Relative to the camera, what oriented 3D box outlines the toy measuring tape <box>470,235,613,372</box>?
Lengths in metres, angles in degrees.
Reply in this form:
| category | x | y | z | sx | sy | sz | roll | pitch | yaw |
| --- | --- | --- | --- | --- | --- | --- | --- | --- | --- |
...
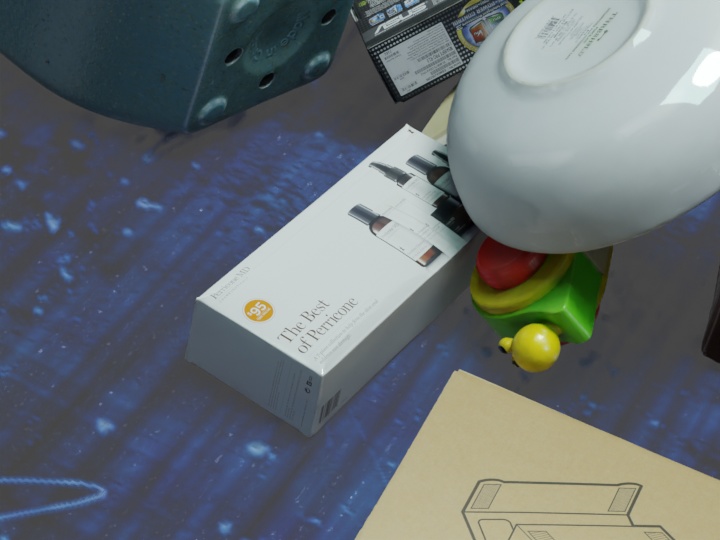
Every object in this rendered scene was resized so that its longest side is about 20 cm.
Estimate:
| category | x | y | z | sx | sy | sz | roll | pitch | yaw |
| --- | --- | --- | --- | --- | --- | --- | --- | --- | --- |
| toy measuring tape | 0.101 | -0.021 | 1.213 | 0.074 | 0.074 | 0.200 | 14 | 49 | 2 |

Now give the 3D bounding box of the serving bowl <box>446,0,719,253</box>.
| category | x | y | z | sx | sy | sz | roll | pitch | yaw |
| --- | --- | --- | --- | --- | --- | --- | --- | --- | --- |
| serving bowl | 0.126 | -0.103 | 1.165 | 0.200 | 0.066 | 0.200 | -24 | 36 | 18 |

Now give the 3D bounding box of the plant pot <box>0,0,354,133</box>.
| category | x | y | z | sx | sy | sz | roll | pitch | yaw |
| --- | --- | --- | --- | --- | --- | --- | --- | --- | --- |
| plant pot | -0.105 | -0.196 | 1.285 | 0.196 | 0.196 | 0.200 | -28 | 64 | -36 |

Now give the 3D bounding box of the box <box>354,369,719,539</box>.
| category | x | y | z | sx | sy | sz | roll | pitch | yaw |
| --- | --- | --- | --- | --- | --- | --- | --- | --- | --- |
| box | 0.106 | 0.140 | 1.078 | 0.200 | 0.021 | 0.164 | 23 | 42 | 11 |

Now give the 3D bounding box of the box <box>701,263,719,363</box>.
| category | x | y | z | sx | sy | sz | roll | pitch | yaw |
| --- | --- | --- | --- | --- | --- | --- | --- | --- | --- |
| box | 0.297 | -0.048 | 1.223 | 0.164 | 0.166 | 0.200 | 16 | 42 | 5 |

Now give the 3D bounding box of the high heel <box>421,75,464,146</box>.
| category | x | y | z | sx | sy | sz | roll | pitch | yaw |
| --- | --- | --- | --- | --- | --- | --- | --- | --- | --- |
| high heel | 0.135 | -0.079 | 1.315 | 0.200 | 0.143 | 0.071 | -35 | 32 | 0 |

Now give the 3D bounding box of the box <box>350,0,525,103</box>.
| category | x | y | z | sx | sy | sz | roll | pitch | yaw |
| --- | --- | --- | --- | --- | --- | --- | --- | --- | --- |
| box | 0.085 | -0.194 | 1.331 | 0.200 | 0.044 | 0.160 | -28 | 31 | 4 |

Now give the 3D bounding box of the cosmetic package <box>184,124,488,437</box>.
| category | x | y | z | sx | sy | sz | roll | pitch | yaw |
| --- | --- | --- | --- | --- | --- | --- | --- | --- | --- |
| cosmetic package | 0.000 | 0.000 | 1.187 | 0.083 | 0.051 | 0.200 | 29 | 44 | 19 |
